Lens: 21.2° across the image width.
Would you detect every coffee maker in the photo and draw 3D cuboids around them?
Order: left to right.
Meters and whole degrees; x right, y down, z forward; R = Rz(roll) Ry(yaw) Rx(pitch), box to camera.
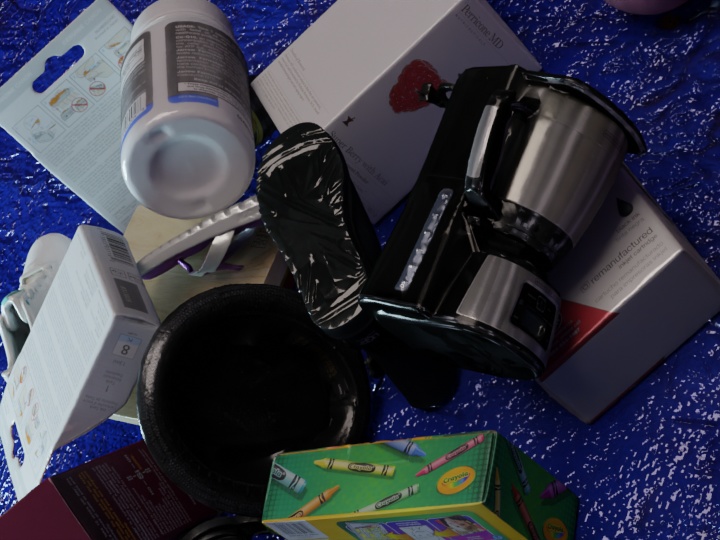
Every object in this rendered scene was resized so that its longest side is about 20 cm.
[{"bbox_3d":[0.090,-0.032,1.388,0.201,0.134,0.192,-64,20,-13],"label":"coffee maker"}]

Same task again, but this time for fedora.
[{"bbox_3d":[-0.094,0.104,1.529,0.091,0.200,0.202,-14,50,64],"label":"fedora"}]

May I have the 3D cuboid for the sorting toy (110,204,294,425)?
[{"bbox_3d":[-0.148,0.051,1.679,0.199,0.070,0.200,7,67,42],"label":"sorting toy"}]

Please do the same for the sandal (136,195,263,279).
[{"bbox_3d":[-0.113,-0.022,1.607,0.202,0.082,0.050,-26,90,34],"label":"sandal"}]

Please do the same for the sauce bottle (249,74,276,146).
[{"bbox_3d":[-0.121,-0.136,1.758,0.199,0.066,0.066,-35,43,-7],"label":"sauce bottle"}]

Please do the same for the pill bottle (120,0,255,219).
[{"bbox_3d":[-0.150,-0.146,1.651,0.113,0.114,0.201,-33,35,19],"label":"pill bottle"}]

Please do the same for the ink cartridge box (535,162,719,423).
[{"bbox_3d":[0.161,-0.010,1.447,0.147,0.083,0.200,-43,44,10],"label":"ink cartridge box"}]

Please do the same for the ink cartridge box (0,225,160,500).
[{"bbox_3d":[-0.237,0.086,1.595,0.201,0.047,0.160,-64,28,19],"label":"ink cartridge box"}]

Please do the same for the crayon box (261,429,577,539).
[{"bbox_3d":[0.042,0.174,1.396,0.199,0.119,0.059,-10,56,35],"label":"crayon box"}]

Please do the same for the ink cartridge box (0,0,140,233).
[{"bbox_3d":[-0.229,-0.148,1.787,0.160,0.200,0.047,-40,32,12],"label":"ink cartridge box"}]

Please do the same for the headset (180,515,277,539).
[{"bbox_3d":[-0.113,0.263,1.521,0.198,0.094,0.124,-7,57,19],"label":"headset"}]

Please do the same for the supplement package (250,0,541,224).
[{"bbox_3d":[0.029,-0.165,1.637,0.200,0.121,0.120,-43,42,10],"label":"supplement package"}]

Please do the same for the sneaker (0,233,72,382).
[{"bbox_3d":[-0.305,0.034,1.810,0.075,0.088,0.201,-28,47,24],"label":"sneaker"}]

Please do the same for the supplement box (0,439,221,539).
[{"bbox_3d":[-0.210,0.206,1.519,0.110,0.200,0.086,-38,82,20],"label":"supplement box"}]

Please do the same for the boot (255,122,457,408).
[{"bbox_3d":[0.000,0.000,1.507,0.076,0.168,0.201,-29,55,13],"label":"boot"}]

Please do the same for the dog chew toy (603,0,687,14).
[{"bbox_3d":[0.271,-0.271,1.511,0.199,0.125,0.125,-5,59,29],"label":"dog chew toy"}]
